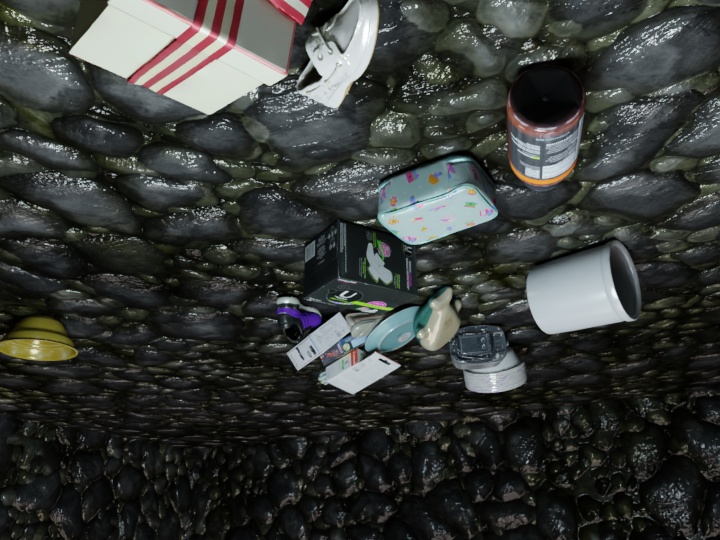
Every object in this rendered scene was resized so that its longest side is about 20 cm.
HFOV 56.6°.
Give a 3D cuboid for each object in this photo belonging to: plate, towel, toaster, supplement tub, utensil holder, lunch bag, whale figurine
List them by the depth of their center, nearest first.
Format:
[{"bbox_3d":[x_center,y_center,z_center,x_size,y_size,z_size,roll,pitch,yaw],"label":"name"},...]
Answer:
[{"bbox_3d":[0.264,-0.194,0.966,0.104,0.110,0.200,-6,158,11],"label":"supplement tub"},{"bbox_3d":[0.133,-0.119,1.171,0.196,0.079,0.159,-16,155,30],"label":"lunch bag"},{"bbox_3d":[0.491,0.044,1.473,0.197,0.174,0.168,-19,152,40],"label":"utensil holder"},{"bbox_3d":[0.189,0.111,1.712,0.158,0.103,0.202,-36,145,-22],"label":"whale figurine"},{"bbox_3d":[0.103,0.170,1.808,0.197,0.026,0.202,-25,150,-15],"label":"plate"},{"bbox_3d":[0.337,0.233,1.979,0.195,0.117,0.130,-7,160,7],"label":"toaster"},{"bbox_3d":[-0.018,0.267,2.006,0.198,0.049,0.170,-32,176,29],"label":"towel"}]

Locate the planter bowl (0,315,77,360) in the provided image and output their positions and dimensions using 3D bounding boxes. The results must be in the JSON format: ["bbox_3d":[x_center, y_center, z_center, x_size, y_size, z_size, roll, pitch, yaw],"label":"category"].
[{"bbox_3d":[-0.851,0.173,1.773,0.195,0.085,0.201,-2,157,-1],"label":"planter bowl"}]

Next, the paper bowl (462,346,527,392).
[{"bbox_3d":[0.419,0.303,2.102,0.195,0.107,0.201,-11,-172,2],"label":"paper bowl"}]

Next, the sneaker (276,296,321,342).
[{"bbox_3d":[-0.161,0.141,1.728,0.068,0.102,0.200,-11,159,22],"label":"sneaker"}]

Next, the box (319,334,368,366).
[{"bbox_3d":[-0.028,0.210,1.896,0.134,0.038,0.200,-25,172,-25],"label":"box"}]

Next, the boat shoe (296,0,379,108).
[{"bbox_3d":[-0.033,-0.266,0.813,0.068,0.073,0.200,4,158,-19],"label":"boat shoe"}]

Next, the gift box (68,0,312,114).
[{"bbox_3d":[-0.158,-0.285,0.623,0.182,0.206,0.185,11,170,-38],"label":"gift box"}]

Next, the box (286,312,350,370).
[{"bbox_3d":[-0.117,0.199,1.854,0.116,0.061,0.200,-36,177,-33],"label":"box"}]

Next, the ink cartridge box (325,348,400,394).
[{"bbox_3d":[0.006,0.268,1.859,0.108,0.051,0.199,30,129,-34],"label":"ink cartridge box"}]

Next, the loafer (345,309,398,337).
[{"bbox_3d":[0.047,0.130,1.789,0.197,0.063,0.073,-5,138,-38],"label":"loafer"}]

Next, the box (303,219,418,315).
[{"bbox_3d":[0.000,0.000,1.381,0.196,0.127,0.148,14,153,-31],"label":"box"}]
